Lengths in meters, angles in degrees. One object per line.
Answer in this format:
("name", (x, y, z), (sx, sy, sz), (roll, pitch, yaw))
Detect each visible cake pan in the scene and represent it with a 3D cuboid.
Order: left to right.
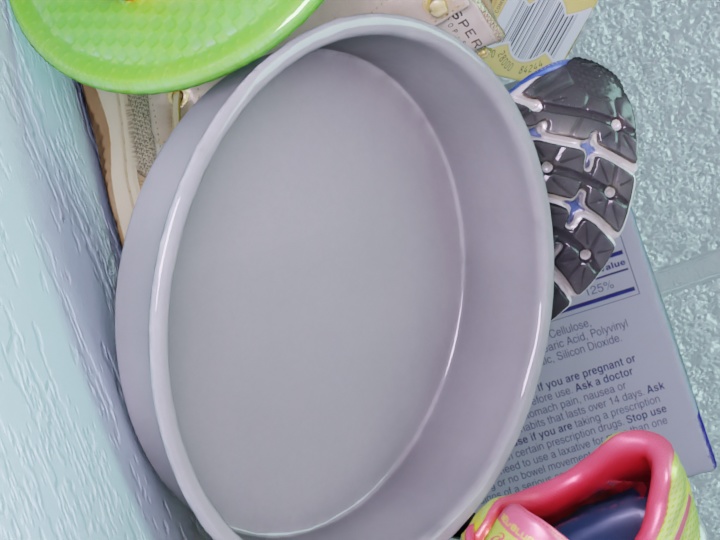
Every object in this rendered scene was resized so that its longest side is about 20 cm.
("cake pan", (-0.009, 0.011, 1.025), (0.200, 0.037, 0.201), (-10, 103, -45))

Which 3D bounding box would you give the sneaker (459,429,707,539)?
("sneaker", (0.046, 0.124, 1.067), (0.078, 0.200, 0.091), (35, -31, 30))

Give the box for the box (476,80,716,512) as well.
("box", (0.060, 0.024, 1.491), (0.105, 0.183, 0.201), (-97, 168, -61))

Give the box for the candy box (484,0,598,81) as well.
("candy box", (-0.002, -0.141, 1.258), (0.200, 0.057, 0.117), (6, 27, -49))

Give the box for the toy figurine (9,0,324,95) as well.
("toy figurine", (-0.076, -0.177, 0.928), (0.184, 0.200, 0.150), (42, 15, -53))

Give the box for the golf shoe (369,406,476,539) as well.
("golf shoe", (0.016, 0.137, 1.141), (0.078, 0.097, 0.201), (-104, 175, -56))

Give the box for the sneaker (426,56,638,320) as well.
("sneaker", (0.039, -0.003, 1.153), (0.078, 0.200, 0.089), (25, 25, -14))

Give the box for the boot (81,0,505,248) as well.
("boot", (-0.016, -0.053, 1.102), (0.073, 0.155, 0.201), (45, 25, -65))
